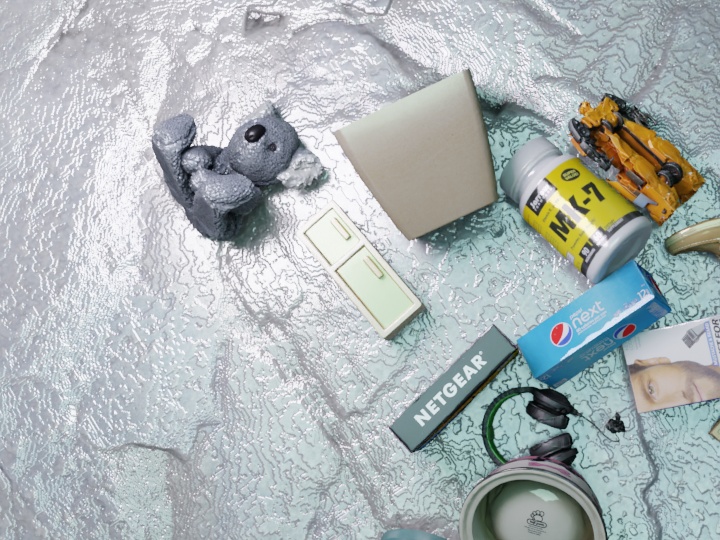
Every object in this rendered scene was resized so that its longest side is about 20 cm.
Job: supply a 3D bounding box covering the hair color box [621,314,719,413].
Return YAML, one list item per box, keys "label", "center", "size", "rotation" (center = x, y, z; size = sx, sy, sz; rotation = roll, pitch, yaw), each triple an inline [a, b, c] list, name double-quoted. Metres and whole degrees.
- label: "hair color box"
  center: [0.463, 0.120, 1.601]
  size: [0.199, 0.065, 0.110]
  rotation: [-16, 82, 27]

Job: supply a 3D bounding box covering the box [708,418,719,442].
- label: "box"
  center: [0.602, 0.197, 1.622]
  size: [0.163, 0.021, 0.200]
  rotation: [39, 90, 10]

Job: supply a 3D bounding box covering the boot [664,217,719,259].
- label: "boot"
  center: [0.529, 0.001, 1.631]
  size: [0.198, 0.073, 0.157]
  rotation: [-10, 84, 4]

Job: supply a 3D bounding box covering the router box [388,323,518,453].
- label: "router box"
  center: [0.130, 0.162, 1.630]
  size: [0.200, 0.149, 0.051]
  rotation: [-45, 79, 2]

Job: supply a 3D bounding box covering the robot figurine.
- label: "robot figurine"
  center: [0.374, -0.160, 1.653]
  size: [0.200, 0.058, 0.145]
  rotation: [44, 51, 13]

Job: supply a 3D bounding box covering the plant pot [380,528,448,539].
- label: "plant pot"
  center: [0.072, 0.432, 1.602]
  size: [0.199, 0.201, 0.135]
  rotation: [11, 59, 9]

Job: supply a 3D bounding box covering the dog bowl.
- label: "dog bowl"
  center: [0.236, 0.340, 1.602]
  size: [0.198, 0.074, 0.202]
  rotation: [6, 110, 16]

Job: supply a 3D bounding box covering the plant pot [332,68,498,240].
- label: "plant pot"
  center: [0.093, -0.149, 1.655]
  size: [0.199, 0.200, 0.178]
  rotation: [-24, 92, 5]

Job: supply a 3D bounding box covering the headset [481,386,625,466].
- label: "headset"
  center: [0.262, 0.220, 1.632]
  size: [0.198, 0.094, 0.125]
  rotation: [-5, 84, 19]

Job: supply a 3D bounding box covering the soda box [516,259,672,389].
- label: "soda box"
  center: [0.316, 0.075, 1.618]
  size: [0.200, 0.064, 0.068]
  rotation: [-37, 53, 20]

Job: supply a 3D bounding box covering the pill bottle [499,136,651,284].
- label: "pill bottle"
  center: [0.292, -0.086, 1.637]
  size: [0.114, 0.114, 0.200]
  rotation: [-45, 65, 1]

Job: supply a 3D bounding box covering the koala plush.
- label: "koala plush"
  center: [-0.171, -0.154, 1.719]
  size: [0.200, 0.184, 0.177]
  rotation: [-37, 67, -18]

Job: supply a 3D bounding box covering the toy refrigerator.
- label: "toy refrigerator"
  center: [0.000, 0.000, 1.705]
  size: [0.076, 0.070, 0.200]
  rotation: [-40, 80, 3]
